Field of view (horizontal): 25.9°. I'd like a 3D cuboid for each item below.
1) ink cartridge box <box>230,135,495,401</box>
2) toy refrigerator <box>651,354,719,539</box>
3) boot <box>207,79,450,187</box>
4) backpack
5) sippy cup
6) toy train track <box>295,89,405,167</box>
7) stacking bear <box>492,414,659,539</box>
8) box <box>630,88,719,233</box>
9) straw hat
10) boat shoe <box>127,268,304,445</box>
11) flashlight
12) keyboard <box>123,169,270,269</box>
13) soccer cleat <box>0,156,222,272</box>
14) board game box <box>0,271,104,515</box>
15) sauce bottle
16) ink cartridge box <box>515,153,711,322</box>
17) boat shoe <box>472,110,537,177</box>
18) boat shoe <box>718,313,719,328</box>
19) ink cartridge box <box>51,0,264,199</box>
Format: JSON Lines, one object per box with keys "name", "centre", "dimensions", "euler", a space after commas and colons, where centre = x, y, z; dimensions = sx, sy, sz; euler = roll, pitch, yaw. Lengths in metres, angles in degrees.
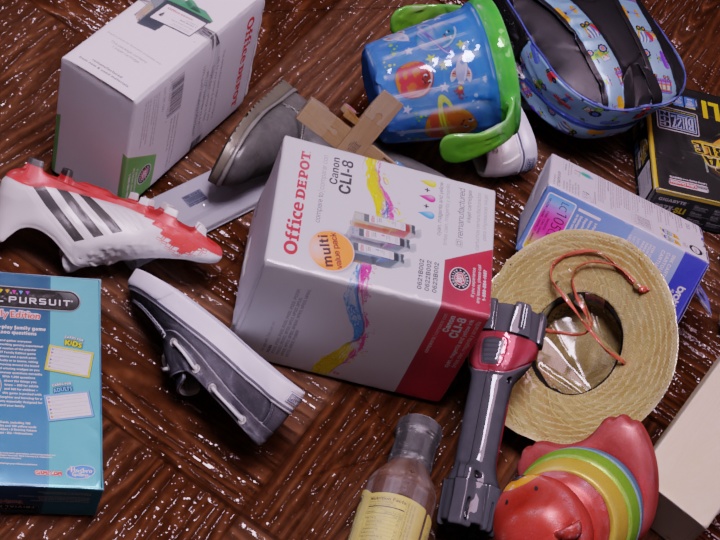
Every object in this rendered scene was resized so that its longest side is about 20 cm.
{"name": "ink cartridge box", "centre": [0.000, 0.000, 1.370], "dimensions": [0.199, 0.145, 0.146], "euler": [13, 52, -10]}
{"name": "toy refrigerator", "centre": [0.319, 0.150, 1.414], "dimensions": [0.076, 0.070, 0.200], "euler": [37, 61, 9]}
{"name": "boot", "centre": [-0.025, -0.085, 1.473], "dimensions": [0.200, 0.073, 0.182], "euler": [37, 43, 0]}
{"name": "backpack", "centre": [0.231, -0.217, 1.627], "dimensions": [0.182, 0.135, 0.200], "euler": [-12, 59, -30]}
{"name": "sippy cup", "centre": [0.072, -0.181, 1.490], "dimensions": [0.130, 0.140, 0.178], "euler": [-13, 13, -5]}
{"name": "toy train track", "centre": [0.025, -0.092, 1.429], "dimensions": [0.200, 0.115, 0.033], "euler": [37, 13, -17]}
{"name": "stacking bear", "centre": [0.164, 0.194, 1.250], "dimensions": [0.200, 0.121, 0.114], "euler": [-7, 76, -67]}
{"name": "box", "centre": [0.389, -0.112, 1.667], "dimensions": [0.199, 0.049, 0.160], "euler": [12, 49, -12]}
{"name": "straw hat", "centre": [0.198, 0.071, 1.422], "dimensions": [0.200, 0.085, 0.202], "euler": [-4, 71, 12]}
{"name": "boat shoe", "centre": [-0.136, 0.073, 1.316], "dimensions": [0.200, 0.072, 0.068], "euler": [37, 87, 25]}
{"name": "flashlight", "centre": [0.111, 0.127, 1.339], "dimensions": [0.067, 0.068, 0.201], "euler": [17, 72, -17]}
{"name": "keyboard", "centre": [-0.149, -0.061, 1.450], "dimensions": [0.200, 0.011, 0.056], "euler": [-29, 64, -35]}
{"name": "soccer cleat", "centre": [-0.220, -0.031, 1.361], "dimensions": [0.199, 0.069, 0.085], "euler": [20, 93, -13]}
{"name": "board game box", "centre": [-0.284, 0.095, 1.254], "dimensions": [0.150, 0.047, 0.201], "euler": [5, 53, -17]}
{"name": "sauce bottle", "centre": [0.027, 0.207, 1.277], "dimensions": [0.065, 0.065, 0.200], "euler": [23, 48, -2]}
{"name": "ink cartridge box", "centre": [0.254, -0.024, 1.496], "dimensions": [0.199, 0.077, 0.136], "euler": [25, 19, 1]}
{"name": "boat shoe", "centre": [0.102, -0.179, 1.600], "dimensions": [0.086, 0.075, 0.203], "euler": [-14, 69, -22]}
{"name": "boat shoe", "centre": [0.395, 0.042, 1.535], "dimensions": [0.073, 0.075, 0.200], "euler": [-2, 54, -23]}
{"name": "ink cartridge box", "centre": [-0.184, -0.172, 1.429], "dimensions": [0.084, 0.146, 0.200], "euler": [32, 49, 12]}
